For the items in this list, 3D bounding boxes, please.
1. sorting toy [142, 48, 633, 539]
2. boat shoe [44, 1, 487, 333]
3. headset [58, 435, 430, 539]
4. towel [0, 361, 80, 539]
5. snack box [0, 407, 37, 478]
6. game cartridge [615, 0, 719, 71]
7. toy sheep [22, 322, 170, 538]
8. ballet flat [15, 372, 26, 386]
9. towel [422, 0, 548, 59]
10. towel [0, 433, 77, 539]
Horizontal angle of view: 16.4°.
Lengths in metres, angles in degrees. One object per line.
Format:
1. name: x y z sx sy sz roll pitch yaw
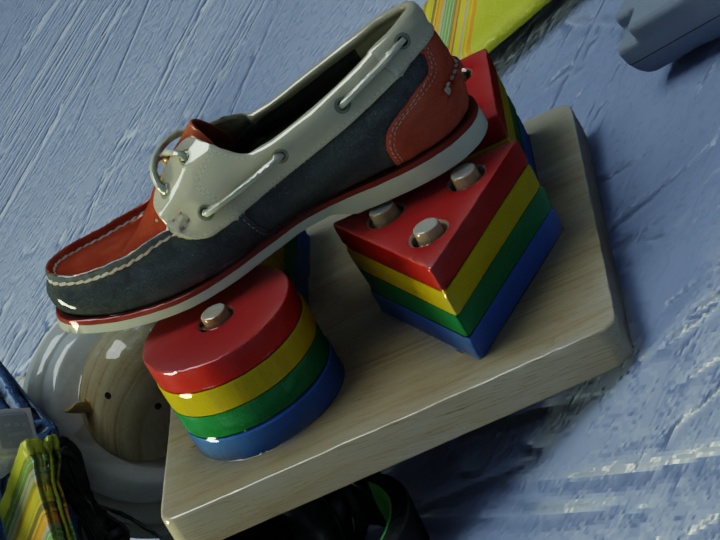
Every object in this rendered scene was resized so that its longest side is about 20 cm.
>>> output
1. sorting toy: 0.000 0.000 1.046 0.199 0.070 0.199 -24 27 12
2. boat shoe: -0.047 -0.040 1.017 0.199 0.063 0.071 -27 28 11
3. headset: -0.061 0.113 1.046 0.123 0.094 0.200 -38 22 -32
4. towel: -0.175 0.122 1.211 0.048 0.200 0.112 -28 51 -21
5. snack box: -0.226 0.108 1.125 0.200 0.072 0.024 -32 69 43
6. game cartridge: 0.184 -0.186 1.073 0.133 0.040 0.201 -33 29 58
7. toy sheep: -0.103 0.067 1.230 0.138 0.137 0.200 -61 -10 -13
8. ballet flat: -0.203 0.133 1.470 0.064 0.076 0.201 -22 39 34
9. towel: 0.083 -0.148 1.278 0.200 0.018 0.086 -39 29 40
10. towel: -0.114 0.174 1.049 0.086 0.018 0.201 118 137 -60
